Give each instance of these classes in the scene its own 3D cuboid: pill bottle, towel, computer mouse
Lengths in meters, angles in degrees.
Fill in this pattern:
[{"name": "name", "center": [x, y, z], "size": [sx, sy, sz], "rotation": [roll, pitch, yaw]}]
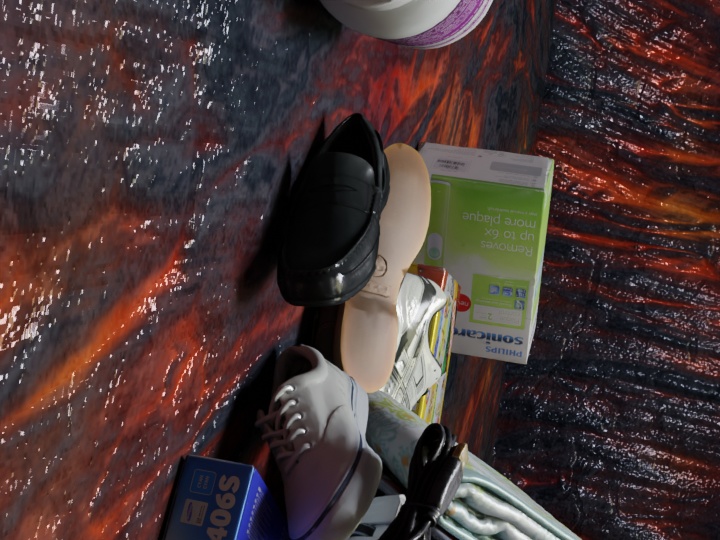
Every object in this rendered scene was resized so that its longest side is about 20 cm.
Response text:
[{"name": "pill bottle", "center": [0.026, -0.204, 0.814], "size": [0.200, 0.110, 0.114], "rotation": [-30, 128, -76]}, {"name": "towel", "center": [0.085, 0.171, 0.955], "size": [0.048, 0.199, 0.171], "rotation": [-54, -150, -2]}, {"name": "computer mouse", "center": [-0.004, 0.169, 0.770], "size": [0.200, 0.044, 0.110], "rotation": [-50, -169, 49]}]

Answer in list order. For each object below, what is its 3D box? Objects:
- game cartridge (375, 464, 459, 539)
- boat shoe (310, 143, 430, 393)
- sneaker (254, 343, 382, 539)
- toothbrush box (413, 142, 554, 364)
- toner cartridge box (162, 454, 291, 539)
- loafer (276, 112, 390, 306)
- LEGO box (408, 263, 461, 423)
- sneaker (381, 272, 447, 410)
[{"name": "game cartridge", "center": [0.034, 0.182, 0.922], "size": [0.041, 0.199, 0.133], "rotation": [-49, 158, -4]}, {"name": "boat shoe", "center": [0.000, 0.000, 0.975], "size": [0.070, 0.070, 0.203], "rotation": [-18, -128, 59]}, {"name": "sneaker", "center": [-0.035, 0.110, 0.793], "size": [0.073, 0.071, 0.200], "rotation": [-50, -166, 11]}, {"name": "toothbrush box", "center": [0.118, -0.018, 1.320], "size": [0.086, 0.143, 0.203], "rotation": [-63, 159, -58]}, {"name": "toner cartridge box", "center": [-0.076, 0.190, 0.768], "size": [0.201, 0.042, 0.096], "rotation": [76, 23, -63]}, {"name": "loafer", "center": [-0.018, -0.043, 0.839], "size": [0.201, 0.067, 0.071], "rotation": [-72, 158, -60]}, {"name": "LEGO box", "center": [0.034, 0.100, 1.162], "size": [0.149, 0.076, 0.204], "rotation": [32, 67, -78]}, {"name": "sneaker", "center": [0.027, 0.100, 1.048], "size": [0.075, 0.086, 0.203], "rotation": [28, -69, 61]}]
